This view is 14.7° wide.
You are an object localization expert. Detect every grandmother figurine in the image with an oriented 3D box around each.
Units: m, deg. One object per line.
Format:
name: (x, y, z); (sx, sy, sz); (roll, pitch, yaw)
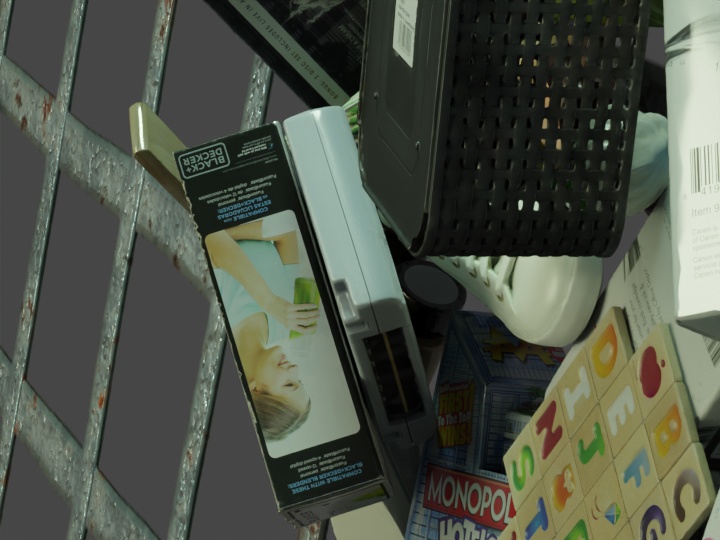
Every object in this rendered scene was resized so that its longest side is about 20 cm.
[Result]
grandmother figurine: (0.119, -0.067, 1.377); (0.061, 0.121, 0.200); (-45, 10, 9)

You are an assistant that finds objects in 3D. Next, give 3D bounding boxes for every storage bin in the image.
storage bin: (0.063, -0.115, 1.243); (0.135, 0.094, 0.200); (-124, 37, -66)

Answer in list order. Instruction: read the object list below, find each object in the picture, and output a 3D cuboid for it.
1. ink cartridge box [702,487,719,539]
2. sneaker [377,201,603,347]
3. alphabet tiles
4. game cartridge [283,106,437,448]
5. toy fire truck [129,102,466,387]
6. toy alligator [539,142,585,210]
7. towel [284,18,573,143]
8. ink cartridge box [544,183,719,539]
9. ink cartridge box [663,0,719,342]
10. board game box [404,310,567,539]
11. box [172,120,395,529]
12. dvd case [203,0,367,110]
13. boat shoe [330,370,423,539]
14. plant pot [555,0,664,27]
ink cartridge box: (0.202, 0.158, 1.163); (0.145, 0.085, 0.200); (-126, 45, -58)
sneaker: (0.054, -0.017, 1.420); (0.200, 0.085, 0.073); (46, 121, 62)
alphabet tiles: (0.111, 0.121, 1.320); (0.200, 0.006, 0.166); (121, 147, -46)
game cartridge: (0.000, 0.000, 1.470); (0.200, 0.040, 0.133); (74, 175, -65)
toy fire truck: (-0.052, -0.014, 1.671); (0.176, 0.200, 0.129); (-108, 32, -46)
toy alligator: (0.081, -0.056, 1.552); (0.200, 0.054, 0.059); (-135, 58, -62)
towel: (0.037, -0.107, 1.573); (0.023, 0.153, 0.200); (59, 154, -6)
ink cartridge box: (0.164, 0.040, 1.308); (0.200, 0.067, 0.116); (118, 149, -42)
ink cartridge box: (0.205, -0.077, 1.148); (0.145, 0.083, 0.200); (-12, 70, 36)
board game box: (0.084, 0.124, 1.490); (0.200, 0.062, 0.200); (-175, 90, -68)
box: (-0.039, 0.032, 1.494); (0.117, 0.060, 0.200); (73, -179, -79)
dvd case: (0.010, -0.190, 1.481); (0.200, 0.149, 0.016); (-44, 42, 3)
boat shoe: (0.013, 0.109, 1.615); (0.072, 0.069, 0.200); (1, 122, 52)
plant pot: (0.112, -0.198, 1.387); (0.200, 0.187, 0.187); (40, 122, 48)
